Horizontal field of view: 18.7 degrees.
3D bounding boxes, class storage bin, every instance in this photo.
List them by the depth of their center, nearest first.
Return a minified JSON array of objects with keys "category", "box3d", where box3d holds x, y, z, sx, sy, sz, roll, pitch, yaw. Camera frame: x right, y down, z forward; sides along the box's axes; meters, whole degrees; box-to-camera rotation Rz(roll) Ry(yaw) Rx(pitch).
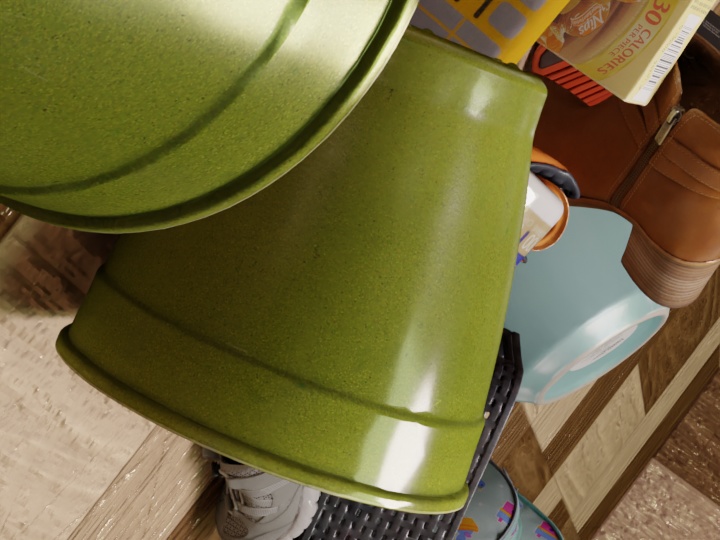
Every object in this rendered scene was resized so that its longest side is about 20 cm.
[{"category":"storage bin","box3d":[0.026,0.125,1.448,0.135,0.094,0.200,-80,-166,-77]}]

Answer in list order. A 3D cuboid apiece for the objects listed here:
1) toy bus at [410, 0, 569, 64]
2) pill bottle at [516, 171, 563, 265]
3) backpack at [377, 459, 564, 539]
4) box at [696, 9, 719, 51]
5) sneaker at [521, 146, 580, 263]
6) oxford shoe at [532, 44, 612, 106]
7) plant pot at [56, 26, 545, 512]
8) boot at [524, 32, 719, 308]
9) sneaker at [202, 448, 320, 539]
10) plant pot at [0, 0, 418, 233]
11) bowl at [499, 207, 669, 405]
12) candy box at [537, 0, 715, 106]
[{"category":"toy bus","box3d":[0.071,-0.156,1.050,0.200,0.078,0.065,-49,-175,35]},{"category":"pill bottle","box3d":[0.000,0.000,1.161,0.200,0.120,0.120,-48,165,6]},{"category":"backpack","box3d":[0.056,0.219,1.648,0.176,0.200,0.153,-44,161,-30]},{"category":"box","box3d":[0.218,-0.131,1.382,0.050,0.200,0.158,-51,164,6]},{"category":"sneaker","box3d":[0.074,-0.044,1.308,0.078,0.112,0.200,-54,164,0]},{"category":"oxford shoe","box3d":[0.177,-0.102,1.479,0.200,0.071,0.073,49,36,-37]},{"category":"plant pot","box3d":[-0.009,-0.020,0.990,0.193,0.200,0.200,-68,162,7]},{"category":"boot","box3d":[0.162,-0.091,1.311,0.074,0.200,0.155,-29,152,-30]},{"category":"sneaker","box3d":[-0.065,0.110,1.356,0.082,0.075,0.200,-2,144,-23]},{"category":"plant pot","box3d":[-0.110,-0.119,0.528,0.200,0.200,0.193,-57,152,12]},{"category":"bowl","box3d":[0.143,0.022,1.557,0.201,0.105,0.201,-31,164,-10]},{"category":"candy box","box3d":[0.162,-0.206,1.216,0.200,0.115,0.055,-57,165,11]}]
